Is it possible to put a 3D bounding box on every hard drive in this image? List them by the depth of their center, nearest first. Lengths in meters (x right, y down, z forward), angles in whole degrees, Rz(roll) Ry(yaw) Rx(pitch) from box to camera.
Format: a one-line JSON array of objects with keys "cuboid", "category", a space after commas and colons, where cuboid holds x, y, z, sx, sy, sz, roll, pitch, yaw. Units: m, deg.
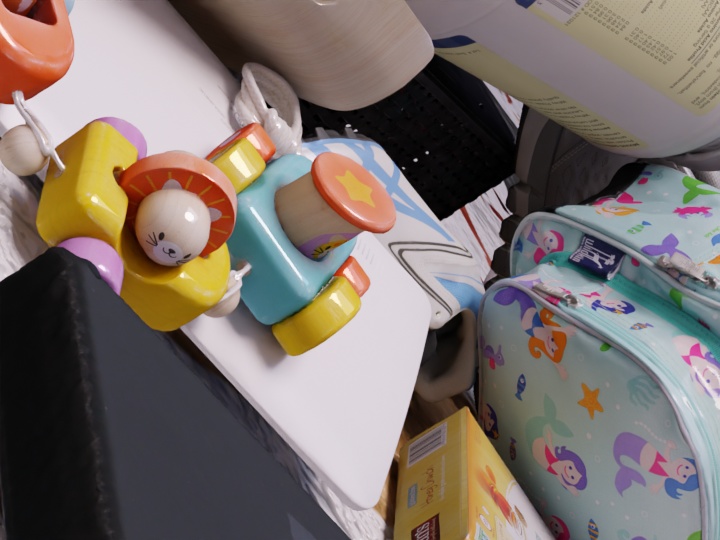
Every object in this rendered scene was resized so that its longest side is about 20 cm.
[{"cuboid": [-0.024, 0.099, 0.606, 0.200, 0.033, 0.140, 50, 13, -35], "category": "hard drive"}]

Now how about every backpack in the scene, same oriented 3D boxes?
[{"cuboid": [0.148, 0.064, 0.957, 0.199, 0.150, 0.178, 23, -52, 35], "category": "backpack"}]

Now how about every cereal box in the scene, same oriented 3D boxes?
[{"cuboid": [0.082, 0.162, 0.879, 0.200, 0.039, 0.144, 55, 10, -12], "category": "cereal box"}]

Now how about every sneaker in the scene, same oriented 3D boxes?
[{"cuboid": [0.000, 0.000, 0.908, 0.200, 0.072, 0.073, 34, 33, -57], "category": "sneaker"}, {"cuboid": [0.124, 0.006, 1.096, 0.075, 0.115, 0.201, -35, 137, -60], "category": "sneaker"}]

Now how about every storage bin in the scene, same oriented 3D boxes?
[{"cuboid": [-0.013, -0.100, 1.067, 0.136, 0.094, 0.200, 61, 12, 22], "category": "storage bin"}]

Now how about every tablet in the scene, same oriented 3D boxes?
[{"cuboid": [-0.047, -0.023, 0.771, 0.200, 0.014, 0.130, 48, 30, -19], "category": "tablet"}]

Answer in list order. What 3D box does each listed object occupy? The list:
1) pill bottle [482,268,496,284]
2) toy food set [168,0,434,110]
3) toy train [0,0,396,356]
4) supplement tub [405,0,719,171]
[{"cuboid": [0.149, 0.054, 1.297, 0.200, 0.111, 0.111, 38, 22, -59], "category": "pill bottle"}, {"cuboid": [-0.074, -0.142, 0.823, 0.200, 0.061, 0.144, 25, -17, 45], "category": "toy food set"}, {"cuboid": [-0.056, -0.052, 0.711, 0.200, 0.056, 0.151, 19, 48, -50], "category": "toy train"}, {"cuboid": [0.103, -0.134, 0.962, 0.200, 0.145, 0.145, 25, 30, -39], "category": "supplement tub"}]
